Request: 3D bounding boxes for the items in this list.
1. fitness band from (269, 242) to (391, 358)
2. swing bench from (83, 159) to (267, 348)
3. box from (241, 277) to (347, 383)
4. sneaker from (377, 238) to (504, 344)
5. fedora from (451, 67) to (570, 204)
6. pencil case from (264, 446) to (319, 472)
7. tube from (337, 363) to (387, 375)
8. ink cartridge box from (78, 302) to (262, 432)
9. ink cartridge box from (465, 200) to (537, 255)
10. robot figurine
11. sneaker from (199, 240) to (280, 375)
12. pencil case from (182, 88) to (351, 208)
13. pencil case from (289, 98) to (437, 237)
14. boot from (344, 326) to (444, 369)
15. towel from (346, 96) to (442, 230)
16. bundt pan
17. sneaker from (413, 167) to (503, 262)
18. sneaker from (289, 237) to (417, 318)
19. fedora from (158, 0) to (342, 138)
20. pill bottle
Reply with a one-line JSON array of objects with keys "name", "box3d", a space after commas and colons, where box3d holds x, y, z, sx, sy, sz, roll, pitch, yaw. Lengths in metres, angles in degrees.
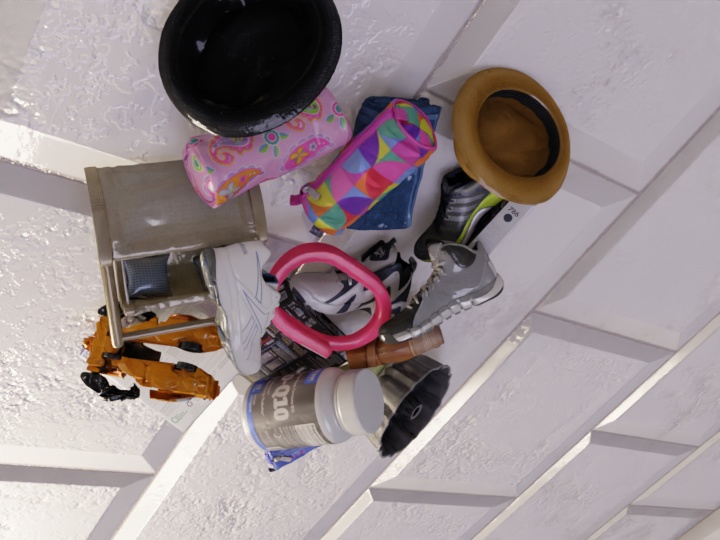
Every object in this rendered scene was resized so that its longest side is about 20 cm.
[{"name": "fitness band", "box3d": [-0.046, 0.044, 1.080, 0.199, 0.037, 0.144, 35, 103, -30]}, {"name": "swing bench", "box3d": [-0.226, -0.030, 0.949, 0.197, 0.130, 0.201, -10, 135, -19]}, {"name": "box", "box3d": [-0.123, 0.118, 1.211, 0.157, 0.050, 0.200, -33, 137, 9]}, {"name": "sneaker", "box3d": [0.098, 0.017, 1.088, 0.199, 0.075, 0.116, -26, 101, -8]}, {"name": "fedora", "box3d": [0.190, -0.171, 1.016, 0.199, 0.203, 0.082, 4, 168, -28]}, {"name": "pencil case", "box3d": [-0.090, 0.290, 1.373, 0.199, 0.087, 0.078, -24, 117, -2]}, {"name": "tube", "box3d": [-0.002, 0.176, 1.290, 0.058, 0.052, 0.199, -3, -174, 34]}, {"name": "ink cartridge box", "box3d": [-0.280, 0.115, 1.115, 0.200, 0.043, 0.196, 40, 113, -11]}, {"name": "ink cartridge box", "box3d": [0.202, -0.070, 1.137, 0.039, 0.100, 0.200, 40, 113, -6]}, {"name": "robot figurine", "box3d": [-0.284, 0.115, 1.037, 0.198, 0.146, 0.058, 7, 162, 11]}, {"name": "sneaker", "box3d": [-0.136, 0.050, 0.930, 0.086, 0.075, 0.201, -19, 134, -19]}, {"name": "pencil case", "box3d": [-0.108, -0.150, 0.892, 0.199, 0.087, 0.088, -30, 141, -22]}, {"name": "pencil case", "box3d": [0.004, -0.124, 0.947, 0.088, 0.089, 0.200, 23, 131, -39]}, {"name": "boot", "box3d": [0.051, 0.117, 1.226, 0.154, 0.200, 0.077, -17, 95, 1]}, {"name": "towel", "box3d": [0.035, -0.139, 1.027, 0.111, 0.049, 0.201, -4, 134, -20]}, {"name": "bundt pan", "box3d": [0.072, 0.232, 1.354, 0.202, 0.076, 0.203, -39, 149, -30]}, {"name": "sneaker", "box3d": [0.138, -0.099, 1.109, 0.081, 0.074, 0.200, 27, 110, -33]}, {"name": "sneaker", "box3d": [0.000, 0.000, 1.134, 0.198, 0.080, 0.130, 14, 117, -24]}, {"name": "fedora", "box3d": [-0.114, -0.229, 0.820, 0.199, 0.202, 0.092, -22, 173, -2]}, {"name": "pill bottle", "box3d": [-0.072, 0.209, 1.152, 0.199, 0.115, 0.114, -13, 144, 27]}]
